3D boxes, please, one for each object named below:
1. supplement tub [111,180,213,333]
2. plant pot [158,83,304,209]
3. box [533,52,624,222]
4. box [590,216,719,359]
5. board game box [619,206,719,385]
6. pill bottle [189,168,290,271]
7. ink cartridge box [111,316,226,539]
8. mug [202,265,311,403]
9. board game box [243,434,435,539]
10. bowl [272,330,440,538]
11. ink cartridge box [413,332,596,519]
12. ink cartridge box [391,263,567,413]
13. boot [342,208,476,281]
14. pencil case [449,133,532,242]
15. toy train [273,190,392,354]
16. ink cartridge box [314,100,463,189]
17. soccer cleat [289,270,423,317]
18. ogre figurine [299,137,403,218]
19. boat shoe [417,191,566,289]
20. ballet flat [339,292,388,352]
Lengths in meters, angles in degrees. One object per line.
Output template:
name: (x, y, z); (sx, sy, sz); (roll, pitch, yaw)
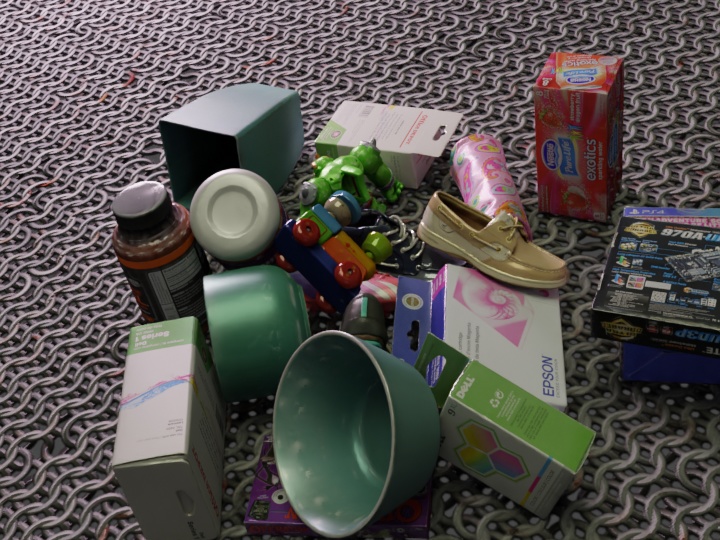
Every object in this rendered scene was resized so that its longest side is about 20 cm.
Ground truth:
supplement tub: (-0.248, -0.013, 1.371); (0.105, 0.202, 0.108); (-9, 39, 7)
plant pot: (-0.173, -0.192, 1.611); (0.140, 0.143, 0.200); (15, 40, 27)
box: (0.289, -0.175, 1.435); (0.098, 0.202, 0.096); (10, 43, 23)
box: (0.361, 0.018, 1.169); (0.197, 0.046, 0.160); (8, 45, 21)
board game box: (0.384, 0.026, 1.265); (0.157, 0.098, 0.201); (2, 42, 15)
pill bottle: (-0.146, -0.053, 1.393); (0.111, 0.200, 0.114); (-1, 80, 4)
ink cartridge box: (-0.205, 0.176, 1.193); (0.083, 0.146, 0.201); (-9, 41, 3)
mug: (-0.119, 0.061, 1.298); (0.113, 0.153, 0.186); (-10, 40, -4)
board game box: (-0.019, 0.233, 1.179); (0.197, 0.033, 0.121); (-2, 46, 11)
bowl: (0.007, 0.165, 1.108); (0.104, 0.203, 0.201); (5, 26, -40)
ink cartridge box: (0.130, 0.161, 1.118); (0.199, 0.104, 0.059); (31, 52, 11)
ink cartridge box: (0.137, 0.078, 1.264); (0.197, 0.044, 0.198); (11, 43, -4)
boot: (0.054, -0.028, 1.406); (0.197, 0.091, 0.073); (1, 42, 14)
pencil case: (0.172, -0.099, 1.466); (0.086, 0.088, 0.201); (-10, 42, 2)
toy train: (0.000, 0.000, 1.316); (0.200, 0.085, 0.116); (45, 55, 4)
ink cartridge box: (0.047, -0.185, 1.602); (0.197, 0.068, 0.118); (10, 44, 24)
soccer cleat: (-0.014, 0.017, 1.375); (0.197, 0.067, 0.078); (-2, 77, 17)
ogre figurine: (-0.019, -0.100, 1.482); (0.198, 0.121, 0.098); (-24, 42, -15)
boat shoe: (0.164, -0.040, 1.329); (0.198, 0.070, 0.074); (23, 27, 19)
ballet flat: (0.003, 0.080, 1.216); (0.067, 0.200, 0.069); (3, 67, -6)
